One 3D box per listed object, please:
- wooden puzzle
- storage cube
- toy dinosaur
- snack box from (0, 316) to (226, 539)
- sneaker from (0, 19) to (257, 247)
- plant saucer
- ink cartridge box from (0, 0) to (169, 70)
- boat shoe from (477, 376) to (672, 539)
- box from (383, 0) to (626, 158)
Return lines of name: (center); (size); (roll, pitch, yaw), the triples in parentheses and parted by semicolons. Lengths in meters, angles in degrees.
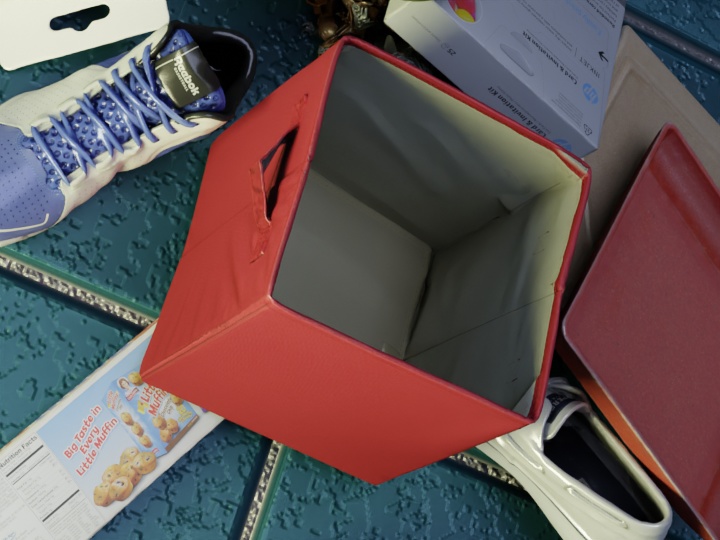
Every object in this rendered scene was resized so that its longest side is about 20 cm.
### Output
wooden puzzle: (0.187, -0.031, 1.369); (0.185, 0.037, 0.201); (42, 61, -28)
storage cube: (0.000, 0.000, 1.202); (0.199, 0.180, 0.172); (25, 63, -20)
toy dinosaur: (0.029, -0.151, 1.313); (0.199, 0.102, 0.136); (15, 56, 2)
snack box: (-0.148, 0.100, 1.220); (0.200, 0.024, 0.072); (-41, 96, -24)
sneaker: (-0.139, -0.096, 1.212); (0.199, 0.115, 0.081); (-31, 92, -25)
plant saucer: (0.201, 0.044, 1.309); (0.200, 0.037, 0.200); (51, 48, -22)
ink cartridge box: (-0.190, -0.230, 1.218); (0.116, 0.067, 0.201); (-15, 85, 7)
boat shoe: (0.118, 0.096, 1.282); (0.200, 0.065, 0.073); (44, 51, 15)
box: (0.101, -0.182, 1.319); (0.156, 0.041, 0.201); (39, 43, -24)
